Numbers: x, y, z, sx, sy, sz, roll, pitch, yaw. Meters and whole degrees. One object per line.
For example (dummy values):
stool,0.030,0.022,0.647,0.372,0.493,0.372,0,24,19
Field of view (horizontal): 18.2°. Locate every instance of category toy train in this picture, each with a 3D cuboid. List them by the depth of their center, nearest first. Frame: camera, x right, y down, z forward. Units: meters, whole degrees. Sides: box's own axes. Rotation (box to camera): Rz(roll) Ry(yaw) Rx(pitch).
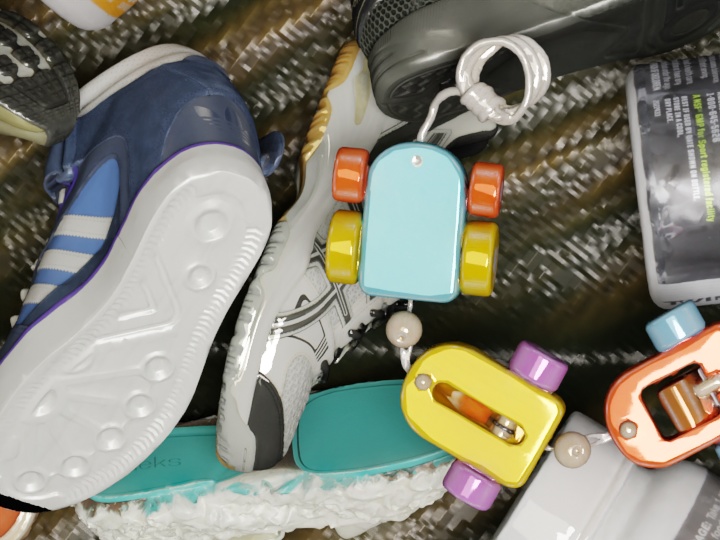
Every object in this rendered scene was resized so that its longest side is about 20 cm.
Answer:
toy train,0.075,0.011,0.915,0.150,0.056,0.200,-34,87,7

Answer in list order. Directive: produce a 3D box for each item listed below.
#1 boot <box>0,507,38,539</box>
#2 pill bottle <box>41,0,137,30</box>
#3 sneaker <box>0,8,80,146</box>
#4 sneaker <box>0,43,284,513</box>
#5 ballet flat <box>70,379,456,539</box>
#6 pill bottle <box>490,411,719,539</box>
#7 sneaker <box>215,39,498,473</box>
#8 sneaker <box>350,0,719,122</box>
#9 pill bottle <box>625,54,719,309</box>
boot,-0.227,0.052,1.010,0.075,0.107,0.200,-42,87,6
pill bottle,-0.081,-0.209,0.975,0.200,0.116,0.117,-40,86,8
sneaker,-0.207,-0.079,1.016,0.199,0.077,0.089,21,117,29
sneaker,-0.114,-0.006,0.997,0.080,0.147,0.200,23,113,-30
ballet flat,-0.031,0.093,1.009,0.199,0.072,0.072,-8,90,11
pill bottle,0.150,0.153,0.953,0.200,0.114,0.114,33,96,6
sneaker,0.000,0.000,0.974,0.087,0.076,0.201,22,79,-3
sneaker,0.087,-0.143,0.970,0.198,0.076,0.115,-16,68,-6
pill bottle,0.215,-0.046,0.940,0.199,0.106,0.107,-6,91,8
